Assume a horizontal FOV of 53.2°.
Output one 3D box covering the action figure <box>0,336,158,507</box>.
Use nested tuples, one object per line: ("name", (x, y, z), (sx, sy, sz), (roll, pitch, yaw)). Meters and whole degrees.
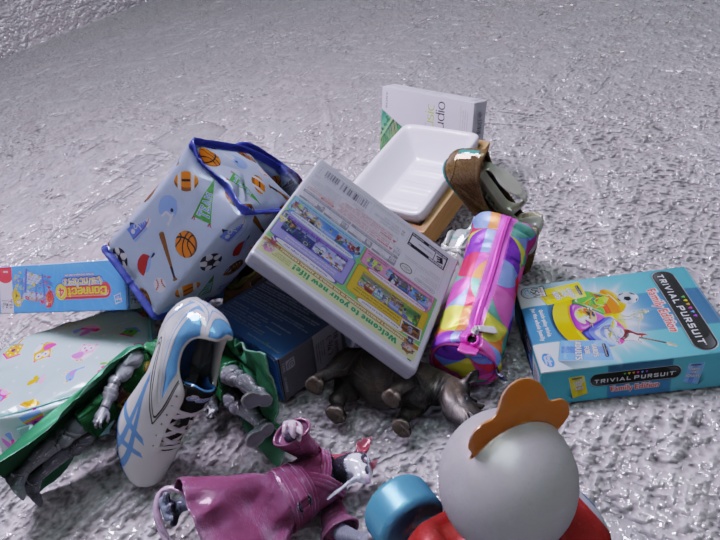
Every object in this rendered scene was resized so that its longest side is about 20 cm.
("action figure", (-0.259, 0.138, 0.712), (0.054, 0.119, 0.200), (38, 70, 13))

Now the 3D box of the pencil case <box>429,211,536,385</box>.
("pencil case", (0.137, 0.028, 0.793), (0.086, 0.089, 0.203), (5, 53, 23))

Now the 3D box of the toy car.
("toy car", (0.113, 0.161, 0.502), (0.173, 0.204, 0.184), (-8, 31, -26))

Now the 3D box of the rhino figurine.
("rhino figurine", (0.048, 0.123, 0.737), (0.196, 0.061, 0.087), (8, 27, 21))

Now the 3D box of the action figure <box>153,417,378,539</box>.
("action figure", (-0.065, 0.209, 0.633), (0.197, 0.136, 0.149), (-17, -13, -34))

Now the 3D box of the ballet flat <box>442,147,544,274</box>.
("ballet flat", (0.177, -0.071, 0.871), (0.071, 0.201, 0.068), (-11, 37, 45))

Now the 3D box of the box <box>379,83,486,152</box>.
("box", (0.111, -0.214, 1.161), (0.036, 0.148, 0.198), (-17, 28, -39))

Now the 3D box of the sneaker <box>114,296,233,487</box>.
("sneaker", (-0.178, 0.126, 0.687), (0.071, 0.204, 0.072), (6, 21, -48))

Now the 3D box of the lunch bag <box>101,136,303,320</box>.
("lunch bag", (-0.160, -0.052, 0.809), (0.170, 0.125, 0.199), (-43, -10, 20))

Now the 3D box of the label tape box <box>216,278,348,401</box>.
("label tape box", (-0.066, 0.053, 0.873), (0.143, 0.064, 0.198), (23, 44, 40))

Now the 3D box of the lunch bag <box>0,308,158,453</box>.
("lunch bag", (-0.321, 0.128, 0.817), (0.196, 0.078, 0.161), (-18, 34, -12))

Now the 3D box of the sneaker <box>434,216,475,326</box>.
("sneaker", (0.113, -0.005, 0.901), (0.069, 0.082, 0.200), (18, 43, 34))

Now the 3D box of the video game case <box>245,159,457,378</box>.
("video game case", (0.000, -0.009, 0.756), (0.198, 0.022, 0.183), (36, 43, -6))

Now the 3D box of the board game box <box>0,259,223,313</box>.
("board game box", (-0.306, 0.016, 0.903), (0.196, 0.057, 0.195), (-3, 1, 23))

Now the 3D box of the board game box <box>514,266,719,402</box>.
("board game box", (0.276, 0.066, 0.773), (0.195, 0.048, 0.152), (-8, 32, 5))

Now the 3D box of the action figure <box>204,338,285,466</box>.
("action figure", (-0.143, 0.115, 0.765), (0.054, 0.121, 0.199), (-10, 18, -29))

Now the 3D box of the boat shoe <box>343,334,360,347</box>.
("boat shoe", (0.000, -0.002, 0.815), (0.066, 0.075, 0.201), (-3, 43, -16))

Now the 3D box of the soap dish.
("soap dish", (0.082, -0.124, 1.059), (0.155, 0.082, 0.201), (15, 54, 35))

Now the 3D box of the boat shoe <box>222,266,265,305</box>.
("boat shoe", (-0.144, -0.008, 0.986), (0.070, 0.069, 0.202), (-8, 32, 4))
